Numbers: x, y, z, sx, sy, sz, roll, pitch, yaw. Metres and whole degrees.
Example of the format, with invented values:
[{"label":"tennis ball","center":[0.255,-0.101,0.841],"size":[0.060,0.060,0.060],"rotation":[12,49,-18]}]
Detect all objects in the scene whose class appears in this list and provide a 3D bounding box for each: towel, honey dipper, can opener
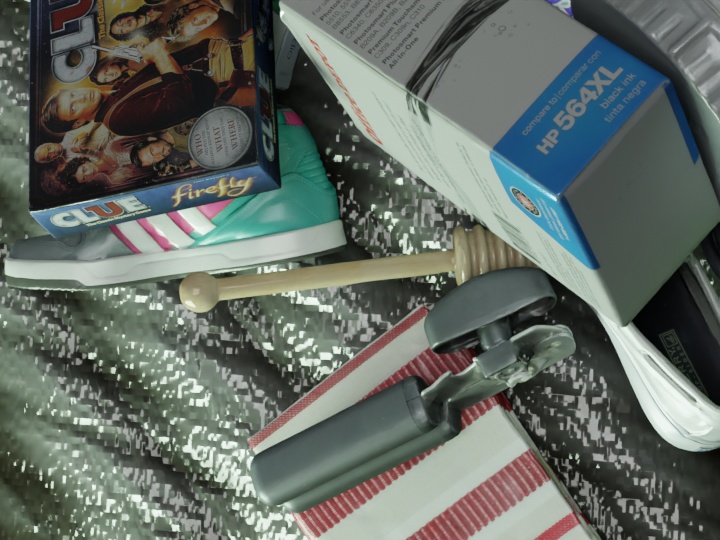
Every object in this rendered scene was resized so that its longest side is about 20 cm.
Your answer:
[{"label":"towel","center":[0.043,0.138,1.271],"size":[0.144,0.023,0.200],"rotation":[-38,78,16]},{"label":"honey dipper","center":[0.000,0.000,1.239],"size":[0.199,0.038,0.038],"rotation":[-6,88,-3]},{"label":"can opener","center":[0.026,0.064,1.242],"size":[0.200,0.053,0.067],"rotation":[-28,65,20]}]

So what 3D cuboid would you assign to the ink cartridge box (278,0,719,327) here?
[{"label":"ink cartridge box","center":[0.071,-0.081,1.140],"size":[0.084,0.146,0.200],"rotation":[-47,59,-7]}]

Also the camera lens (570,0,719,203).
[{"label":"camera lens","center":[0.225,-0.144,1.118],"size":[0.200,0.160,0.160],"rotation":[-39,78,-5]}]

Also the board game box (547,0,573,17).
[{"label":"board game box","center":[0.083,-0.215,1.227],"size":[0.199,0.045,0.153],"rotation":[28,98,5]}]

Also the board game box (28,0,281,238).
[{"label":"board game box","center":[-0.115,-0.126,1.239],"size":[0.135,0.035,0.201],"rotation":[-12,64,17]}]

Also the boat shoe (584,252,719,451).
[{"label":"boat shoe","center":[0.150,-0.001,1.199],"size":[0.073,0.065,0.200],"rotation":[-31,80,-21]}]

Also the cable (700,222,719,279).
[{"label":"cable","center":[0.264,-0.018,1.183],"size":[0.163,0.051,0.201],"rotation":[-19,84,17]}]

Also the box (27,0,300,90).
[{"label":"box","center":[-0.112,-0.204,1.311],"size":[0.199,0.036,0.145],"rotation":[20,96,15]}]

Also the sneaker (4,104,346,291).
[{"label":"sneaker","center":[-0.113,-0.055,1.285],"size":[0.199,0.084,0.121],"rotation":[-8,93,10]}]
